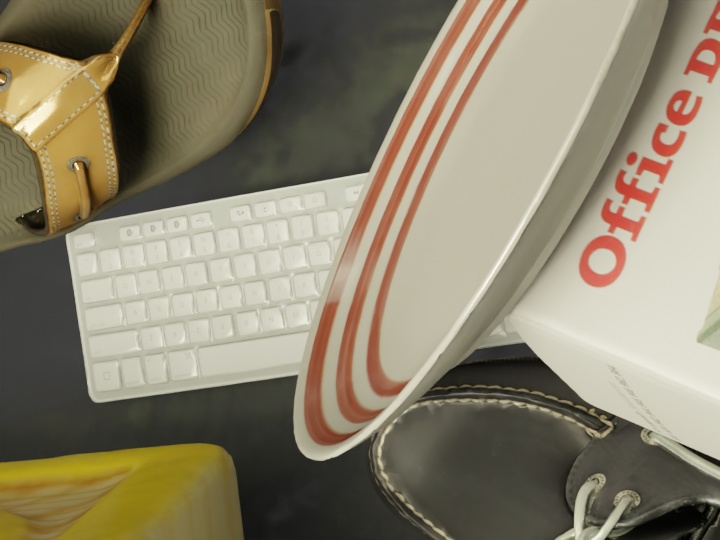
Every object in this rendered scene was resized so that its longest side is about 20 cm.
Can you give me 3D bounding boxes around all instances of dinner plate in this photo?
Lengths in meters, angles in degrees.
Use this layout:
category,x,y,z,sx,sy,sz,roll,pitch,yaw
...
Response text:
category,x,y,z,sx,sy,sz,roll,pitch,yaw
dinner plate,0.038,-0.037,0.728,0.024,0.200,0.200,27,102,-10

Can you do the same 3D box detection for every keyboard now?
category,x,y,z,sx,sy,sz,roll,pitch,yaw
keyboard,0.000,0.000,0.830,0.200,0.011,0.056,-9,83,27

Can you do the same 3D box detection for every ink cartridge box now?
category,x,y,z,sx,sy,sz,roll,pitch,yaw
ink cartridge box,0.158,-0.006,0.691,0.200,0.084,0.146,23,82,26

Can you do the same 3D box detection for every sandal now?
category,x,y,z,sx,sy,sz,roll,pitch,yaw
sandal,-0.104,-0.045,0.837,0.200,0.055,0.082,-25,107,31

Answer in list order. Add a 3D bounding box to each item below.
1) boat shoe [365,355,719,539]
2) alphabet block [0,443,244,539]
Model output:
category,x,y,z,sx,sy,sz,roll,pitch,yaw
boat shoe,0.082,0.070,0.755,0.200,0.063,0.073,20,96,26
alphabet block,-0.133,0.170,0.751,0.196,0.195,0.201,-6,98,10
